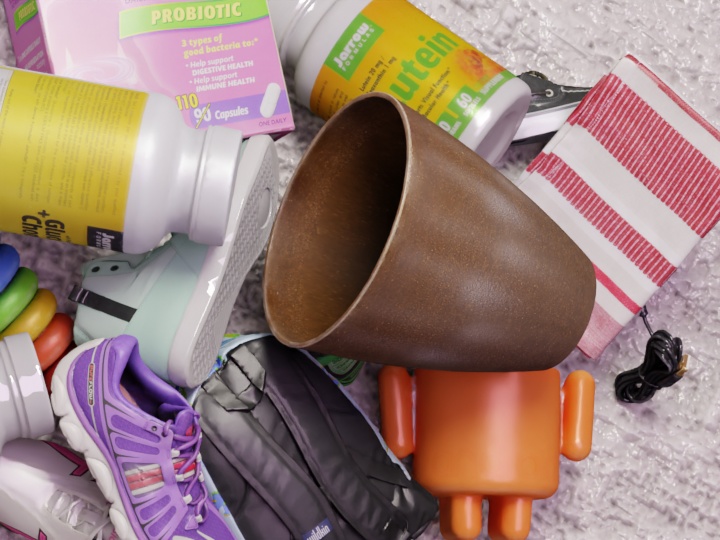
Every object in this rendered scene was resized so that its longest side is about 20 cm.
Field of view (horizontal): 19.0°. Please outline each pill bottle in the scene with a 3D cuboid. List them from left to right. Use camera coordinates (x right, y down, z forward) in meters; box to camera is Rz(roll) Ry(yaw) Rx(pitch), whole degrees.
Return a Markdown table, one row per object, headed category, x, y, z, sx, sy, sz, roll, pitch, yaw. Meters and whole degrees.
| category | x | y | z | sx | sy | sz | roll | pitch | yaw |
| --- | --- | --- | --- | --- | --- | --- | --- | --- | --- |
| pill bottle | -0.315 | 0.103 | 1.475 | 0.199 | 0.104 | 0.105 | -15 | 88 | -13 |
| pill bottle | -0.185 | -0.073 | 1.461 | 0.199 | 0.112 | 0.113 | 10 | 78 | -2 |
| pill bottle | 0.020 | -0.148 | 1.633 | 0.200 | 0.111 | 0.111 | 36 | 69 | 12 |

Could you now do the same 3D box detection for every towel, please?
| category | x | y | z | sx | sy | sz | roll | pitch | yaw |
| --- | --- | --- | --- | --- | --- | --- | --- | --- | --- |
| towel | 0.195 | -0.051 | 1.674 | 0.144 | 0.023 | 0.200 | 44 | 104 | 16 |

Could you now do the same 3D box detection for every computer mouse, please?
| category | x | y | z | sx | sy | sz | roll | pitch | yaw |
| --- | --- | --- | --- | --- | --- | --- | --- | --- | --- |
| computer mouse | 0.199 | 0.007 | 1.726 | 0.044 | 0.110 | 0.201 | -19 | 80 | -16 |

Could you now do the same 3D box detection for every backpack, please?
| category | x | y | z | sx | sy | sz | roll | pitch | yaw |
| --- | --- | --- | --- | --- | --- | --- | --- | --- | --- |
| backpack | -0.066 | 0.140 | 1.579 | 0.163 | 0.154 | 0.200 | -42 | 118 | -18 |

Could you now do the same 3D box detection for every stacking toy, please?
| category | x | y | z | sx | sy | sz | roll | pitch | yaw |
| --- | --- | --- | --- | --- | --- | --- | --- | --- | --- |
| stacking toy | -0.252 | 0.026 | 1.544 | 0.200 | 0.085 | 0.085 | 44 | 69 | -15 |

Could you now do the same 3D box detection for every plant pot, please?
| category | x | y | z | sx | sy | sz | roll | pitch | yaw |
| --- | --- | --- | --- | --- | --- | --- | --- | --- | --- |
| plant pot | 0.063 | -0.004 | 1.531 | 0.199 | 0.187 | 0.188 | 21 | 75 | -27 |

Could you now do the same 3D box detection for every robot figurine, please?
| category | x | y | z | sx | sy | sz | roll | pitch | yaw |
| --- | --- | --- | --- | --- | --- | --- | --- | --- | --- |
| robot figurine | 0.099 | 0.109 | 1.652 | 0.116 | 0.143 | 0.201 | 15 | 73 | -59 |

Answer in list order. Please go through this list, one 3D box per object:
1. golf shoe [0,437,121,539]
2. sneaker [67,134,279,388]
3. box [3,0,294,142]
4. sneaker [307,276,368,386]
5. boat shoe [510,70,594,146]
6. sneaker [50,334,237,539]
| category | x | y | z | sx | sy | sz | roll | pitch | yaw |
| --- | --- | --- | --- | --- | --- | --- | --- | --- | --- |
| golf shoe | -0.189 | 0.175 | 1.540 | 0.199 | 0.092 | 0.073 | 29 | 76 | -14 |
| sneaker | -0.137 | -0.021 | 1.544 | 0.118 | 0.074 | 0.201 | 14 | 66 | 19 |
| box | -0.163 | -0.178 | 1.597 | 0.175 | 0.097 | 0.201 | -11 | 86 | -23 |
| sneaker | 0.000 | 0.000 | 1.659 | 0.078 | 0.085 | 0.200 | 16 | 58 | 23 |
| boat shoe | 0.128 | -0.131 | 1.724 | 0.199 | 0.069 | 0.057 | -12 | 87 | -21 |
| sneaker | -0.136 | 0.135 | 1.481 | 0.200 | 0.083 | 0.081 | 58 | 28 | -9 |
